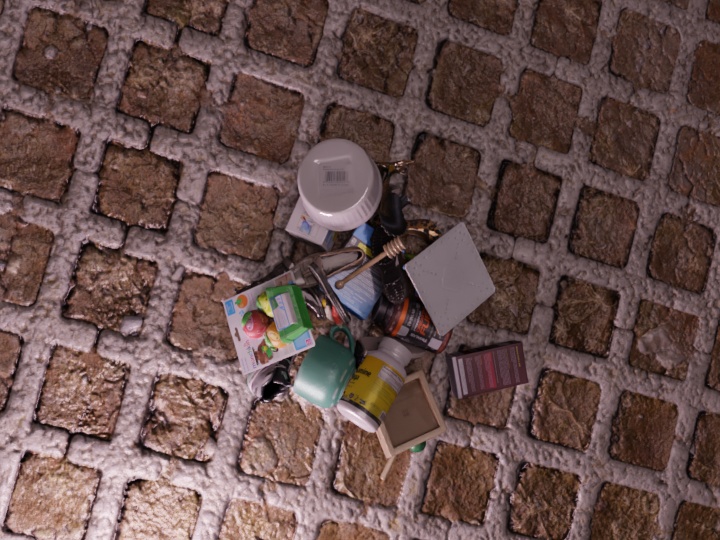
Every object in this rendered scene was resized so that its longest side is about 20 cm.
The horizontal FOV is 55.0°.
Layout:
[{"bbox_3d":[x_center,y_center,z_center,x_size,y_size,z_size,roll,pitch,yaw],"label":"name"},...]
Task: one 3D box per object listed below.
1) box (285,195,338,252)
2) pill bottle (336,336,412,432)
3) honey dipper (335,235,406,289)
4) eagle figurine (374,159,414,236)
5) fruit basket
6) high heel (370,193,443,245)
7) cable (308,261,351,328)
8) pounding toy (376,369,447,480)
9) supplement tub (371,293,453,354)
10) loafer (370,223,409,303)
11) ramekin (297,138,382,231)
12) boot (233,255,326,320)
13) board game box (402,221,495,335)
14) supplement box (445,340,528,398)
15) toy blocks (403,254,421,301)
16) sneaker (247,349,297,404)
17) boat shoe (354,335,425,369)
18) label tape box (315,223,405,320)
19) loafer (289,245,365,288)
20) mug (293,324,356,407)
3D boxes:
[{"bbox_3d":[-0.089,-0.161,1.689,0.099,0.113,0.204,22,85,11],"label":"box"},{"bbox_3d":[0.038,0.263,1.622,0.111,0.112,0.202,35,71,-8],"label":"pill bottle"},{"bbox_3d":[0.021,-0.013,1.656,0.198,0.038,0.038,-35,95,14],"label":"honey dipper"},{"bbox_3d":[0.039,-0.172,1.683,0.148,0.151,0.205,16,75,-26],"label":"eagle figurine"},{"bbox_3d":[-0.219,0.121,1.619,0.196,0.094,0.189,-21,77,9],"label":"fruit basket"},{"bbox_3d":[0.123,-0.080,1.753,0.142,0.072,0.200,-40,79,-15],"label":"high heel"},{"bbox_3d":[-0.077,0.067,1.624,0.050,0.201,0.097,-36,52,-6],"label":"cable"},{"bbox_3d":[0.103,0.386,1.721,0.180,0.143,0.204,-21,75,-10],"label":"pounding toy"},{"bbox_3d":[0.128,0.128,1.736,0.196,0.107,0.109,21,85,-9],"label":"supplement tub"},{"bbox_3d":[0.075,-0.016,1.695,0.071,0.071,0.205,-14,79,20],"label":"loafer"},{"bbox_3d":[-0.051,-0.200,1.583,0.195,0.098,0.206,-2,80,9],"label":"ramekin"},{"bbox_3d":[-0.196,0.083,1.706,0.173,0.069,0.201,-38,91,-4],"label":"boot"},{"bbox_3d":[0.217,0.019,1.689,0.199,0.026,0.203,-36,106,-22],"label":"board game box"},{"bbox_3d":[0.328,0.254,1.793,0.195,0.061,0.112,-10,91,-10],"label":"supplement box"},{"bbox_3d":[0.202,0.031,1.759,0.196,0.099,0.141,0,96,-27],"label":"toy blocks"},{"bbox_3d":[-0.181,0.232,1.652,0.077,0.140,0.202,35,89,-30],"label":"sneaker"},{"bbox_3d":[0.065,0.220,1.750,0.196,0.075,0.094,6,123,-25],"label":"boat shoe"},{"bbox_3d":[0.000,0.000,1.737,0.143,0.063,0.202,33,80,-8],"label":"label tape box"},{"bbox_3d":[-0.081,-0.014,1.658,0.196,0.063,0.073,-20,89,-10],"label":"loafer"},{"bbox_3d":[-0.071,0.234,1.657,0.113,0.152,0.188,26,99,10],"label":"mug"}]
